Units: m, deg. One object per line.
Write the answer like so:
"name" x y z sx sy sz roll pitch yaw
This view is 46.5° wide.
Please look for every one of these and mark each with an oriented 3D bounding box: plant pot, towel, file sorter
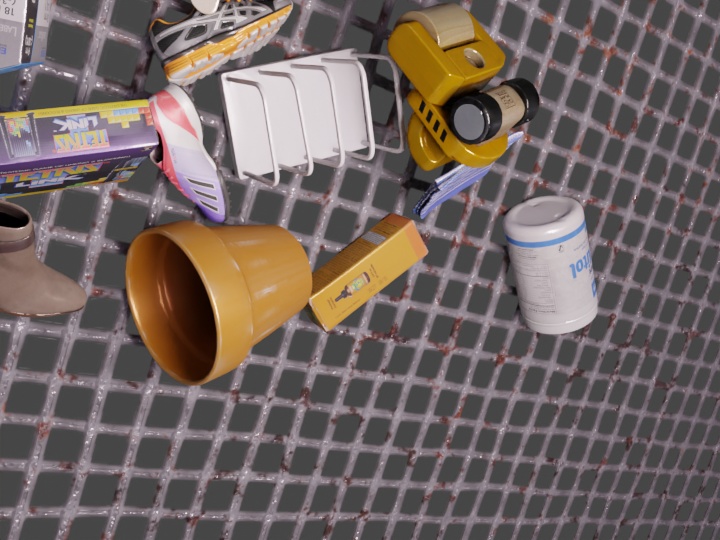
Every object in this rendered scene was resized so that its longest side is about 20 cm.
"plant pot" -0.169 0.022 1.074 0.183 0.200 0.200 -21 117 -41
"towel" 0.151 -0.134 1.210 0.145 0.200 0.024 -33 87 -8
"file sorter" -0.060 -0.201 1.088 0.200 0.125 0.139 -18 113 -25

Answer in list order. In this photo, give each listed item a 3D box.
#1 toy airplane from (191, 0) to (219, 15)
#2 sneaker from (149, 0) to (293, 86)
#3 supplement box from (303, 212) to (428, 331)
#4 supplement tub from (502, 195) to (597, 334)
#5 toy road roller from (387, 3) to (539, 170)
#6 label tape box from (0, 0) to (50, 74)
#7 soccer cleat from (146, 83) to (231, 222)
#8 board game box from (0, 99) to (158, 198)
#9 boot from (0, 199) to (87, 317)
"toy airplane" -0.152 -0.426 0.953 0.199 0.141 0.200 -40 123 -13
"sneaker" -0.168 -0.301 1.030 0.200 0.078 0.077 -34 90 -30
"supplement box" 0.000 0.000 1.236 0.200 0.069 0.067 -38 121 -18
"supplement tub" 0.316 -0.011 1.390 0.132 0.132 0.200 -29 119 -21
"toy road roller" 0.107 -0.217 1.049 0.123 0.146 0.200 -29 81 -43
"label tape box" -0.366 -0.254 0.870 0.063 0.144 0.200 8 103 -14
"soccer cleat" -0.220 -0.132 1.038 0.073 0.068 0.200 -37 137 -22
"board game box" -0.341 -0.128 0.918 0.200 0.165 0.057 -13 89 -28
"boot" -0.393 -0.017 0.941 0.200 0.070 0.146 13 142 -28
